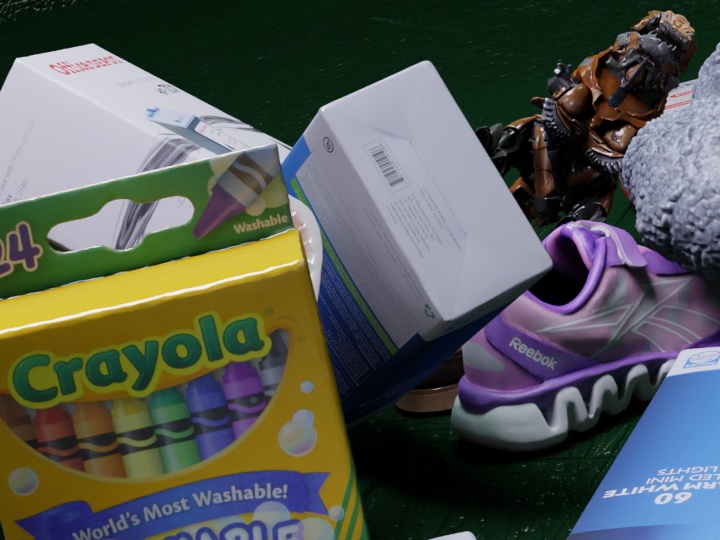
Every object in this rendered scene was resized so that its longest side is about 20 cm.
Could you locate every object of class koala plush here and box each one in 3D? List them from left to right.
[{"bbox_3d":[0.220,-0.094,1.020,0.183,0.201,0.177,-3,26,-44],"label":"koala plush"}]

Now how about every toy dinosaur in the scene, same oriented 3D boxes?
[{"bbox_3d":[0.113,-0.053,1.211,0.102,0.200,0.136,24,37,17],"label":"toy dinosaur"}]

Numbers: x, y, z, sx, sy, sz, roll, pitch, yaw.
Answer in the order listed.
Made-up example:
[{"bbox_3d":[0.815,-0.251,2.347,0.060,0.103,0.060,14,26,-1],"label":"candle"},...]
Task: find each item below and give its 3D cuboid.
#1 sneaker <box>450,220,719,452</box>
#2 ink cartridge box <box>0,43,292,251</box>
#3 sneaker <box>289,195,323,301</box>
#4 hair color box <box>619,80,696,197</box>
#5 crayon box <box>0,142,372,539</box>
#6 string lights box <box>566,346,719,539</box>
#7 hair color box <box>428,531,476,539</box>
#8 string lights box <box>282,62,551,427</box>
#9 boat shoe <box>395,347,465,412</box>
[{"bbox_3d":[0.126,0.014,1.054,0.200,0.089,0.080,-19,15,-28],"label":"sneaker"},{"bbox_3d":[-0.098,-0.040,1.217,0.200,0.086,0.146,29,13,4],"label":"ink cartridge box"},{"bbox_3d":[-0.053,0.071,0.907,0.071,0.201,0.080,13,-21,3],"label":"sneaker"},{"bbox_3d":[0.215,-0.064,1.284,0.111,0.064,0.200,-15,16,0],"label":"hair color box"},{"bbox_3d":[-0.067,0.068,0.796,0.125,0.201,0.052,-13,15,-1],"label":"crayon box"},{"bbox_3d":[0.115,0.104,0.703,0.059,0.103,0.200,-5,16,23],"label":"string lights box"},{"bbox_3d":[0.000,0.154,0.694,0.111,0.064,0.200,-12,14,-1],"label":"hair color box"},{"bbox_3d":[0.000,0.000,0.991,0.059,0.103,0.200,-27,-9,-25],"label":"string lights box"},{"bbox_3d":[0.030,0.013,1.173,0.070,0.071,0.200,-15,14,-6],"label":"boat shoe"}]
